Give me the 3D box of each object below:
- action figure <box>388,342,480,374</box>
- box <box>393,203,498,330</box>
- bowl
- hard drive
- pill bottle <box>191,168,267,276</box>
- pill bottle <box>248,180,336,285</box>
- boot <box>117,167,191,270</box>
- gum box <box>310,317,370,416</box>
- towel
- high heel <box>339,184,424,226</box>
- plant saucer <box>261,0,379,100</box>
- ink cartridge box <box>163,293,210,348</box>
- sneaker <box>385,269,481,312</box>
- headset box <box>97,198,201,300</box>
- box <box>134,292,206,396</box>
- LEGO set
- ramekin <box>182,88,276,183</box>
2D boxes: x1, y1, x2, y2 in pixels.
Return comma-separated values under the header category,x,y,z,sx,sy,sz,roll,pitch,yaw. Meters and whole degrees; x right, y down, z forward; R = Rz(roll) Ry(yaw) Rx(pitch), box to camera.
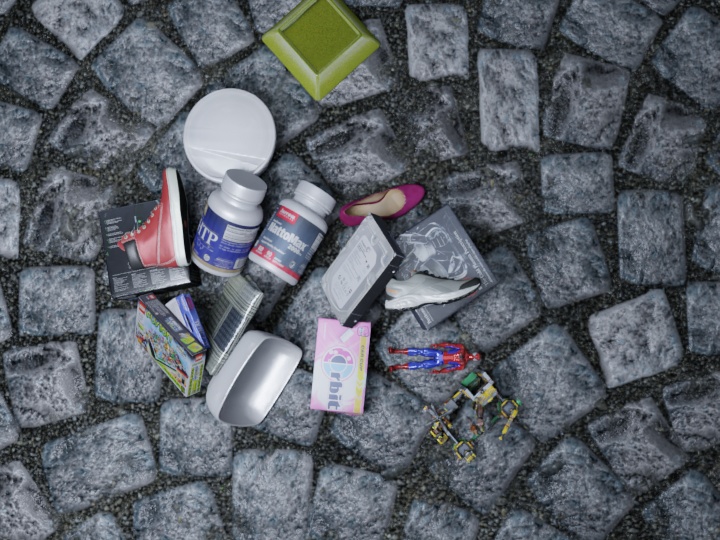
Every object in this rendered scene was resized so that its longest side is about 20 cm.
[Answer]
category,x,y,z,sx,sy,sz,roll,pitch,yaw
action figure,0.161,0.190,1.393,0.197,0.052,0.066,-3,82,-3
box,0.160,-0.004,1.378,0.181,0.104,0.201,-33,86,-2
bowl,-0.226,0.213,1.324,0.074,0.200,0.201,29,85,24
hard drive,0.000,0.000,1.331,0.201,0.038,0.140,-52,44,24
pill bottle,-0.268,-0.100,1.337,0.119,0.120,0.202,27,114,2
pill bottle,-0.139,-0.083,1.375,0.119,0.120,0.202,30,86,2
boot,-0.424,-0.105,1.307,0.142,0.072,0.203,-4,88,0
gum box,-0.042,0.206,1.378,0.112,0.066,0.203,5,86,1
towel,-0.272,0.104,1.332,0.034,0.200,0.194,30,89,-28
high heel,0.050,-0.142,1.392,0.198,0.096,0.068,-25,86,-2
plant saucer,-0.090,-0.521,1.445,0.200,0.048,0.200,-42,87,-3
ink cartridge box,-0.375,0.125,1.333,0.042,0.199,0.121,-19,84,-42
sneaker,0.143,0.032,1.289,0.197,0.074,0.081,-8,81,0
headset box,-0.450,-0.052,1.383,0.172,0.093,0.203,-12,85,-1
box,-0.384,0.147,1.298,0.199,0.034,0.111,38,127,30
LEGO set,0.239,0.302,1.347,0.199,0.116,0.155,-33,86,-3
ramekin,-0.276,-0.280,1.402,0.199,0.094,0.206,0,85,-1
